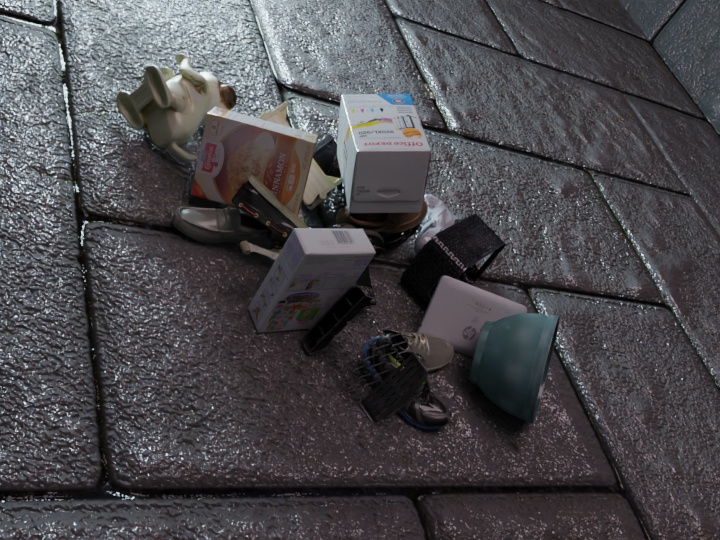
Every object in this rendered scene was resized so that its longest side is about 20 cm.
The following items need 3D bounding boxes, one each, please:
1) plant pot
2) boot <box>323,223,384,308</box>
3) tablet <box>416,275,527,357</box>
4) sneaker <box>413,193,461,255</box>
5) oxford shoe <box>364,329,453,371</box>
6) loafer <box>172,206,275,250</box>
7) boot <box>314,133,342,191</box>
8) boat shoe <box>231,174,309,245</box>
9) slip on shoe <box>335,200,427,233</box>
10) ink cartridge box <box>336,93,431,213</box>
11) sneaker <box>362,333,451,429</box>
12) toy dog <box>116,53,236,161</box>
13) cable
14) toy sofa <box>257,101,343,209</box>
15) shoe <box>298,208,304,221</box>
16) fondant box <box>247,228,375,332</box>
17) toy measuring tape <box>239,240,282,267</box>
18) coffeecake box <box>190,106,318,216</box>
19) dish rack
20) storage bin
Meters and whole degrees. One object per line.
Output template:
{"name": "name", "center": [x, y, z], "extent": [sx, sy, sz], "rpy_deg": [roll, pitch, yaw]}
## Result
{"name": "plant pot", "center": [0.280, 0.167, 1.628], "extent": [0.132, 0.202, 0.201], "rpy_deg": [14, 34, 15]}
{"name": "boot", "center": [-0.002, 0.000, 1.663], "extent": [0.203, 0.073, 0.156], "rpy_deg": [15, 59, -64]}
{"name": "tablet", "center": [0.215, 0.099, 1.687], "extent": [0.198, 0.131, 0.014], "rpy_deg": [20, 10, -20]}
{"name": "sneaker", "center": [0.145, -0.093, 1.873], "extent": [0.115, 0.075, 0.199], "rpy_deg": [46, 33, 14]}
{"name": "oxford shoe", "center": [0.098, 0.141, 1.601], "extent": [0.198, 0.058, 0.076], "rpy_deg": [6, 45, -35]}
{"name": "loafer", "center": [-0.235, -0.085, 1.565], "extent": [0.198, 0.070, 0.070], "rpy_deg": [9, 45, -31]}
{"name": "boot", "center": [-0.040, -0.173, 1.827], "extent": [0.200, 0.066, 0.165], "rpy_deg": [46, 50, -4]}
{"name": "boat shoe", "center": [-0.139, -0.079, 1.550], "extent": [0.201, 0.063, 0.074], "rpy_deg": [42, 5, -21]}
{"name": "slip on shoe", "center": [0.050, -0.114, 1.730], "extent": [0.197, 0.061, 0.077], "rpy_deg": [-7, 78, -23]}
{"name": "ink cartridge box", "center": [0.040, -0.226, 1.695], "extent": [0.145, 0.146, 0.201], "rpy_deg": [-2, 42, -10]}
{"name": "sneaker", "center": [0.087, 0.191, 1.505], "extent": [0.200, 0.082, 0.071], "rpy_deg": [50, 36, -7]}
{"name": "toy dog", "center": [-0.328, -0.320, 1.690], "extent": [0.195, 0.139, 0.200], "rpy_deg": [54, 39, 2]}
{"name": "cable", "center": [0.040, -0.140, 1.788], "extent": [0.161, 0.051, 0.203], "rpy_deg": [-3, 73, -30]}
{"name": "toy sofa", "center": [-0.134, -0.215, 1.711], "extent": [0.097, 0.083, 0.201], "rpy_deg": [-40, 96, -24]}
{"name": "shoe", "center": [-0.154, -0.129, 1.689], "extent": [0.069, 0.054, 0.201], "rpy_deg": [-4, 53, -40]}
{"name": "fondant box", "center": [-0.084, 0.018, 1.469], "extent": [0.143, 0.201, 0.059], "rpy_deg": [-2, 49, -39]}
{"name": "toy measuring tape", "center": [-0.147, 0.000, 1.529], "extent": [0.199, 0.073, 0.074], "rpy_deg": [19, 37, -48]}
{"name": "coffeecake box", "center": [-0.192, -0.192, 1.597], "extent": [0.197, 0.155, 0.073], "rpy_deg": [15, 19, -3]}
{"name": "dish rack", "center": [0.012, 0.143, 1.460], "extent": [0.201, 0.153, 0.054], "rpy_deg": [53, 25, 19]}
{"name": "storage bin", "center": [0.187, -0.018, 1.770], "extent": [0.094, 0.136, 0.199], "rpy_deg": [45, 38, 13]}
